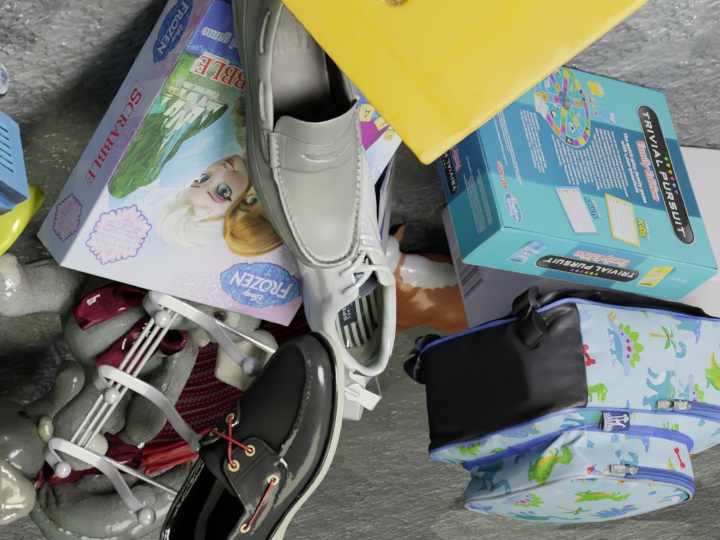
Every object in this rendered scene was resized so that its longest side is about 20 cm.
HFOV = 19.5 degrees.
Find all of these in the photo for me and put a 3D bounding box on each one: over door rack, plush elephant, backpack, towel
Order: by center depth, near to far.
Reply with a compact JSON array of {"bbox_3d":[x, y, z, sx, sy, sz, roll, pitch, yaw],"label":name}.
[{"bbox_3d":[-0.094,0.110,1.429,0.199,0.067,0.148,23,113,-32],"label":"over door rack"},{"bbox_3d":[0.163,0.101,1.474,0.199,0.148,0.183,3,163,-33],"label":"backpack"},{"bbox_3d":[-0.136,0.030,1.482,0.154,0.166,0.200,-20,-179,38],"label":"plush elephant"},{"bbox_3d":[-0.090,0.081,1.591,0.144,0.200,0.023,-19,111,12],"label":"towel"},{"bbox_3d":[-0.238,0.145,1.644,0.200,0.165,0.155,-38,120,-4],"label":"plush elephant"}]

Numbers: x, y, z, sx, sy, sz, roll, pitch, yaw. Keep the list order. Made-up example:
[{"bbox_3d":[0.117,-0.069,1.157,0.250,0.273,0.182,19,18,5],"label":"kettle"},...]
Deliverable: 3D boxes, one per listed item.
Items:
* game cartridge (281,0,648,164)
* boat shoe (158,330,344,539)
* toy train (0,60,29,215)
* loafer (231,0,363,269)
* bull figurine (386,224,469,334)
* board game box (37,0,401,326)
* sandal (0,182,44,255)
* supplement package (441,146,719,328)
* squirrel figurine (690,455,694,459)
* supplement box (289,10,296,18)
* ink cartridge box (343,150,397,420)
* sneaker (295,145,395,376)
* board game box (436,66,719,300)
[{"bbox_3d":[0.055,-0.177,1.085,0.200,0.032,0.176,-36,108,20],"label":"game cartridge"},{"bbox_3d":[-0.070,0.126,1.362,0.063,0.074,0.202,5,123,-39],"label":"boat shoe"},{"bbox_3d":[-0.299,-0.064,1.282,0.199,0.115,0.087,-22,150,15],"label":"toy train"},{"bbox_3d":[-0.034,-0.090,1.257,0.070,0.070,0.201,-21,114,-17],"label":"loafer"},{"bbox_3d":[0.057,0.020,1.641,0.199,0.066,0.121,9,151,-26],"label":"bull figurine"},{"bbox_3d":[-0.077,-0.072,1.352,0.199,0.041,0.200,16,113,-42],"label":"board game box"},{"bbox_3d":[-0.288,-0.030,1.410,0.087,0.080,0.200,41,138,-12],"label":"sandal"},{"bbox_3d":[0.183,-0.017,1.566,0.199,0.122,0.120,4,148,-27],"label":"supplement package"},{"bbox_3d":[0.307,0.086,1.797,0.186,0.142,0.200,-14,155,-13],"label":"squirrel figurine"},{"bbox_3d":[0.052,-0.213,1.161,0.199,0.074,0.126,-23,180,17],"label":"supplement box"},{"bbox_3d":[0.000,0.000,1.489,0.037,0.095,0.201,10,126,3],"label":"ink cartridge box"},{"bbox_3d":[-0.008,-0.017,1.362,0.073,0.071,0.201,-29,133,-16],"label":"sneaker"},{"bbox_3d":[0.141,-0.067,1.427,0.199,0.152,0.047,10,145,-36],"label":"board game box"}]
